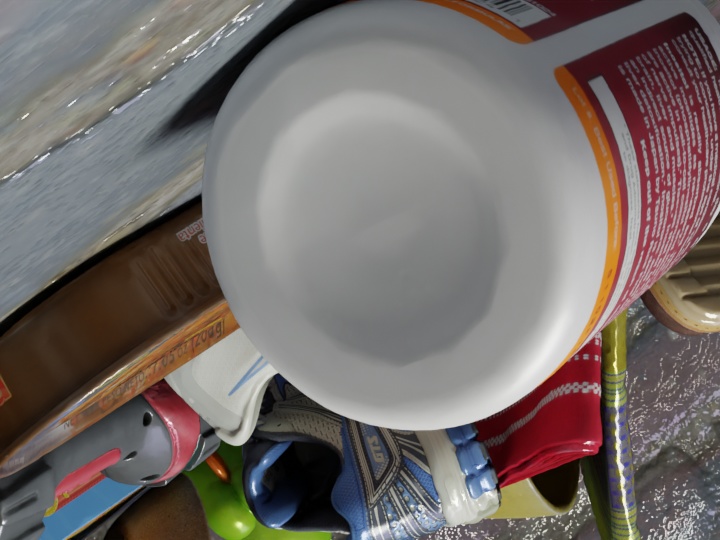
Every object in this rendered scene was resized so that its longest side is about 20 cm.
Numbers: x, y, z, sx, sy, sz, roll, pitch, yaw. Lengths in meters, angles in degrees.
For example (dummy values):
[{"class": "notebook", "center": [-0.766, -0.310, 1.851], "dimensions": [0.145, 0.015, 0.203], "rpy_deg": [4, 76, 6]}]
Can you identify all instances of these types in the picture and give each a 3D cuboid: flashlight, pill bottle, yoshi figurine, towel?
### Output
[{"class": "flashlight", "center": [-0.129, 0.084, 0.826], "dimensions": [0.068, 0.068, 0.200], "rpy_deg": [-26, -179, 25]}, {"class": "pill bottle", "center": [0.047, -0.035, 0.551], "dimensions": [0.113, 0.113, 0.200], "rpy_deg": [-38, 176, 30]}, {"class": "yoshi figurine", "center": [-0.068, 0.122, 1.084], "dimensions": [0.200, 0.111, 0.113], "rpy_deg": [-125, -128, -71]}, {"class": "towel", "center": [0.130, 0.048, 0.984], "dimensions": [0.023, 0.201, 0.144], "rpy_deg": [-6, -159, 0]}, {"class": "towel", "center": [0.072, -0.006, 0.815], "dimensions": [0.022, 0.202, 0.145], "rpy_deg": [5, 164, -14]}]

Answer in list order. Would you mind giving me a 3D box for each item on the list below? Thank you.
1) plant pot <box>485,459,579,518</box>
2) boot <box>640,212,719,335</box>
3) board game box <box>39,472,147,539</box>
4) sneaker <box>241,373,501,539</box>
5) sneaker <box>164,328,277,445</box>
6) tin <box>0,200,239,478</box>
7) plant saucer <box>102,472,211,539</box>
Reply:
[{"class": "plant pot", "center": [0.020, 0.046, 0.992], "dimensions": [0.141, 0.201, 0.200], "rpy_deg": [-15, -177, 17]}, {"class": "boot", "center": [0.116, -0.017, 0.836], "dimensions": [0.072, 0.201, 0.167], "rpy_deg": [5, 140, -14]}, {"class": "board game box", "center": [-0.209, 0.150, 0.990], "dimensions": [0.200, 0.056, 0.196], "rpy_deg": [-33, 176, -39]}, {"class": "sneaker", "center": [-0.025, 0.073, 0.845], "dimensions": [0.085, 0.078, 0.200], "rpy_deg": [-27, -157, -23]}, {"class": "sneaker", "center": [0.000, 0.000, 0.803], "dimensions": [0.200, 0.087, 0.075], "rpy_deg": [-38, 174, 3]}, {"class": "tin", "center": [-0.064, 0.008, 0.679], "dimensions": [0.200, 0.042, 0.112], "rpy_deg": [-33, 180, -41]}, {"class": "plant saucer", "center": [-0.119, 0.209, 0.998], "dimensions": [0.035, 0.202, 0.200], "rpy_deg": [5, 160, -19]}]
